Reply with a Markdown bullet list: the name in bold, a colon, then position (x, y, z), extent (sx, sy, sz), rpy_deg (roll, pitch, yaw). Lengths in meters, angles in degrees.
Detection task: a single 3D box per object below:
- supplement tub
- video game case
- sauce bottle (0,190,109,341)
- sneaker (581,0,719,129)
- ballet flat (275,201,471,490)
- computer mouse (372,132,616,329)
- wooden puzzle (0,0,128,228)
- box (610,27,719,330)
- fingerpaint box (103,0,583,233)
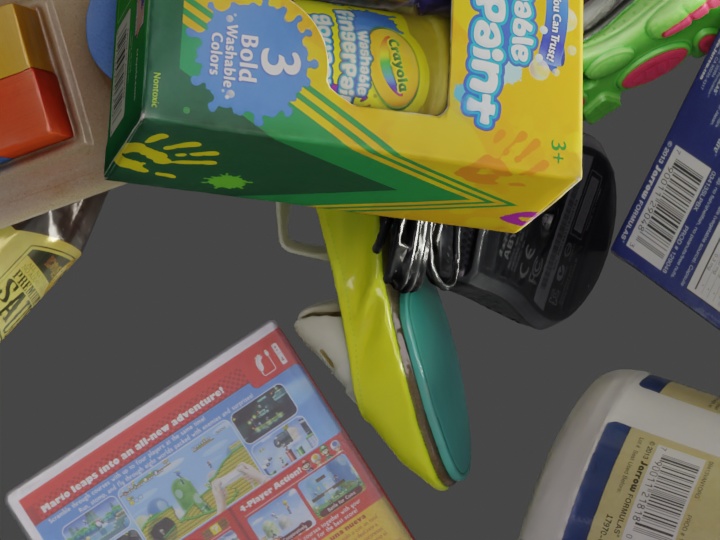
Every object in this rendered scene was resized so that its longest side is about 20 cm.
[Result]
- **supplement tub**: position (0.172, 0.136, 1.133), extent (0.199, 0.144, 0.145), rpy_deg (19, 80, 17)
- **video game case**: position (-0.043, 0.143, 1.185), extent (0.143, 0.017, 0.201), rpy_deg (-33, 91, -12)
- **sauce bottle**: position (-0.155, -0.013, 1.155), extent (0.066, 0.066, 0.200), rpy_deg (43, 80, -4)
- **sneaker**: position (0.092, -0.116, 1.222), extent (0.199, 0.077, 0.084), rpy_deg (-25, 59, -9)
- **ballet flat**: position (0.000, 0.000, 1.184), extent (0.067, 0.067, 0.201), rpy_deg (-7, 103, 18)
- **computer mouse**: position (0.054, -0.038, 1.155), extent (0.052, 0.200, 0.139), rpy_deg (16, 80, 26)
- **wooden puzzle**: position (-0.123, -0.123, 1.069), extent (0.199, 0.046, 0.186), rpy_deg (-18, 83, 9)
- **box**: position (0.203, -0.012, 1.155), extent (0.032, 0.200, 0.122), rpy_deg (12, 110, -43)
- **fingerpaint box**: position (-0.003, -0.128, 1.017), extent (0.166, 0.073, 0.202), rpy_deg (8, 72, -16)
